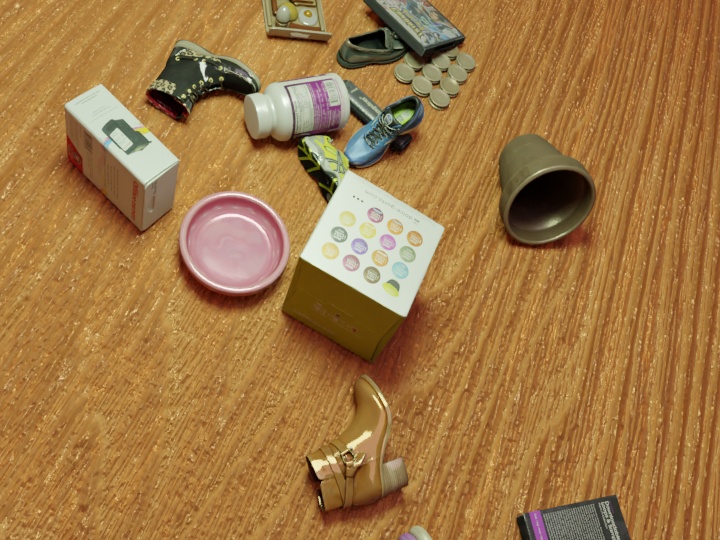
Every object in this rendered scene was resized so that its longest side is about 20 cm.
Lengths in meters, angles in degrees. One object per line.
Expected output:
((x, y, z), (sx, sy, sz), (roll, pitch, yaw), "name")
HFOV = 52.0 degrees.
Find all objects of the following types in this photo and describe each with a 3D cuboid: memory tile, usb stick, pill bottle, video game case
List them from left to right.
((-0.127, -0.320, 1.460), (0.195, 0.113, 0.114), (-16, 68, -25), "pill bottle")
((0.027, -0.328, 1.562), (0.199, 0.033, 0.055), (43, 59, 8), "usb stick")
((0.127, -0.582, 1.705), (0.200, 0.026, 0.179), (47, 44, 13), "video game case")
((0.173, -0.465, 1.695), (0.151, 0.017, 0.202), (34, 57, 1), "memory tile")

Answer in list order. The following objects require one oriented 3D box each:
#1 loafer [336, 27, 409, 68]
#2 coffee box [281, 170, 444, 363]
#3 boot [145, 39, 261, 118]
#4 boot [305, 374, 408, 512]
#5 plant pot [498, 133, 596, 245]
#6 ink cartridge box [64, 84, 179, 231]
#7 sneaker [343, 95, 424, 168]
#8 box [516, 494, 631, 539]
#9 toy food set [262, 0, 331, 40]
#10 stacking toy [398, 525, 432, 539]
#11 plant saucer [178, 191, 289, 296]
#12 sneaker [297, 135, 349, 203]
((0.039, -0.504, 1.642), (0.197, 0.063, 0.073), (-25, 72, -28), "loafer")
((0.000, 0.000, 1.278), (0.196, 0.201, 0.200), (29, 58, -1), "coffee box")
((-0.308, -0.358, 1.442), (0.196, 0.074, 0.153), (26, 57, 1), "boot")
((-0.020, 0.283, 1.205), (0.151, 0.077, 0.205), (-12, 74, -19), "boot")
((0.361, -0.185, 1.523), (0.194, 0.203, 0.177), (1, 44, -17), "plant pot")
((-0.412, -0.191, 1.275), (0.199, 0.146, 0.083), (43, 56, 7), "ink cartridge box")
((0.045, -0.289, 1.490), (0.199, 0.089, 0.079), (-40, 81, -3), "sneaker")
((0.372, 0.472, 1.248), (0.194, 0.036, 0.147), (-4, 65, -19), "box")
((-0.144, -0.598, 1.634), (0.139, 0.061, 0.205), (0, 64, -18), "toy food set")
((0.026, 0.472, 1.115), (0.196, 0.086, 0.087), (-23, 71, -20), "stacking toy")
((-0.225, -0.043, 1.315), (0.194, 0.051, 0.206), (8, 61, -14), "plant saucer")
((-0.045, -0.188, 1.439), (0.075, 0.076, 0.203), (-24, 74, -27), "sneaker")
